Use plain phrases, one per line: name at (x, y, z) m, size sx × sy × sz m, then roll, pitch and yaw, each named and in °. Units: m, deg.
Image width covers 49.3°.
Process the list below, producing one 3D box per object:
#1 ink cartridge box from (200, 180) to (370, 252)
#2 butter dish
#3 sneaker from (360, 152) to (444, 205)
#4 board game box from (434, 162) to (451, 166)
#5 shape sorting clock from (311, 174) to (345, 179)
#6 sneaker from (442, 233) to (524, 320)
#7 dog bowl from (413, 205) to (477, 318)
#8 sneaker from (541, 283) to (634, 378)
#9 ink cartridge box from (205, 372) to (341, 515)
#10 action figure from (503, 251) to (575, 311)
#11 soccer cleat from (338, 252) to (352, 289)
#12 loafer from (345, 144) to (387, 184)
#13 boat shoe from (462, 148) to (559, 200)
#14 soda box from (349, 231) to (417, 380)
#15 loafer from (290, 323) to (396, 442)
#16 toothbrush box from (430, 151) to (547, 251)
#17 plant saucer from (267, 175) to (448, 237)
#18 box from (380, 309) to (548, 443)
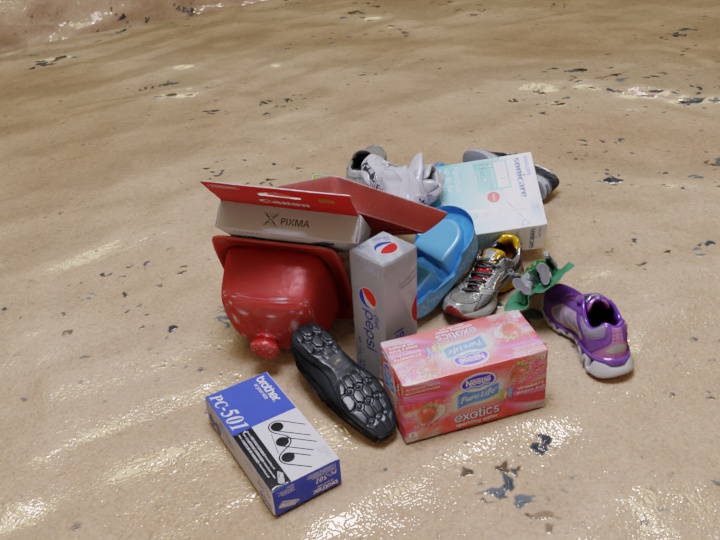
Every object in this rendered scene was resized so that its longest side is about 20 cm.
ink cartridge box at (-0.097, -0.067, 1.049) m, size 0.199 × 0.045 × 0.176 m, roll 7°, pitch -8°, yaw 10°
butter dish at (-0.122, 0.057, 1.144) m, size 0.199 × 0.200 × 0.148 m, roll 7°, pitch 59°, yaw 14°
sneaker at (0.073, -0.153, 1.309) m, size 0.115 × 0.075 × 0.200 m, roll -39°, pitch 38°, yaw 18°
board game box at (0.166, -0.136, 1.493) m, size 0.134 × 0.045 × 0.200 m, roll 13°, pitch 37°, yaw 26°
shape sorting clock at (-0.039, -0.139, 1.531) m, size 0.199 × 0.039 × 0.200 m, roll 1°, pitch 32°, yaw -1°
sneaker at (0.192, 0.008, 1.235) m, size 0.078 × 0.082 × 0.200 m, roll 18°, pitch 41°, yaw 30°
dog bowl at (0.105, -0.008, 1.225) m, size 0.200 × 0.050 × 0.111 m, roll -50°, pitch 48°, yaw -7°
sneaker at (0.326, 0.063, 1.126) m, size 0.080 × 0.089 × 0.200 m, roll -14°, pitch 31°, yaw -8°
ink cartridge box at (-0.114, 0.213, 0.996) m, size 0.094 × 0.044 × 0.200 m, roll -20°, pitch 35°, yaw -25°
action figure at (0.270, 0.007, 1.205) m, size 0.118 × 0.055 × 0.200 m, roll -30°, pitch -2°, yaw 14°
soccer cleat at (0.000, 0.000, 1.198) m, size 0.069 × 0.078 × 0.200 m, roll -47°, pitch 46°, yaw 4°
loafer at (0.013, -0.206, 1.538) m, size 0.070 × 0.070 × 0.200 m, roll 8°, pitch 33°, yaw 8°
boat shoe at (0.296, -0.199, 1.545) m, size 0.199 × 0.074 × 0.068 m, roll 24°, pitch 45°, yaw 36°
soda box at (0.034, 0.052, 1.079) m, size 0.063 × 0.200 × 0.068 m, roll 27°, pitch 43°, yaw 37°
loafer at (-0.024, 0.155, 1.055) m, size 0.068 × 0.071 × 0.201 m, roll -27°, pitch 57°, yaw -29°
toothbrush box at (0.204, -0.105, 1.336) m, size 0.199 × 0.085 × 0.147 m, roll -7°, pitch 63°, yaw 5°
plant saucer at (-0.011, -0.085, 1.134) m, size 0.200 × 0.037 × 0.199 m, roll 14°, pitch -8°, yaw -33°
box at (0.135, 0.136, 1.029) m, size 0.199 × 0.103 × 0.095 m, roll -12°, pitch 33°, yaw -12°
